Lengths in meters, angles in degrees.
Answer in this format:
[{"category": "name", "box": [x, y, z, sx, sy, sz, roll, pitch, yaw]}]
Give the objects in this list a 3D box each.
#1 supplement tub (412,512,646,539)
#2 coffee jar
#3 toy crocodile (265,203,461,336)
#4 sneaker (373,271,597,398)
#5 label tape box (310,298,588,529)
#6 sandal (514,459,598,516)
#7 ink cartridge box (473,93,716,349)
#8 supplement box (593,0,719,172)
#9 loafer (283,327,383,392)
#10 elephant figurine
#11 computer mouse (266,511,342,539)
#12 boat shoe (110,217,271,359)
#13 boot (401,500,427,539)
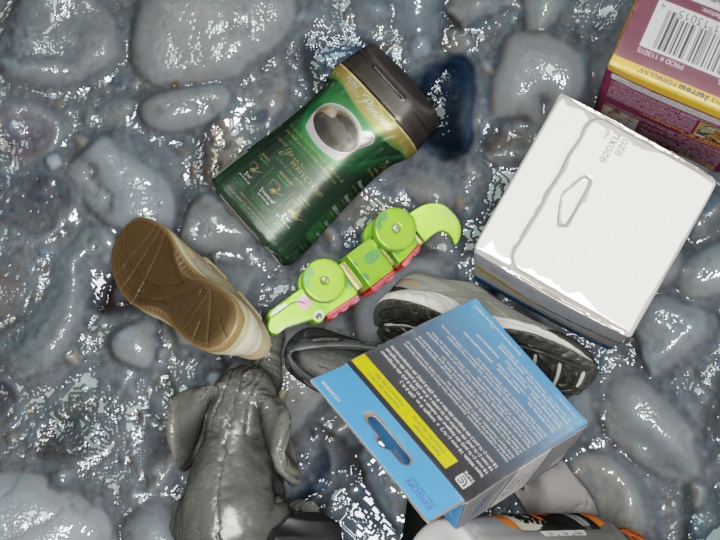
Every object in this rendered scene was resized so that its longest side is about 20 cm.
[{"category": "supplement tub", "box": [0.144, 0.260, 1.179, 0.200, 0.122, 0.123, 6, 83, -34]}, {"category": "coffee jar", "box": [-0.029, -0.105, 1.295, 0.200, 0.085, 0.104, -41, 79, 0]}, {"category": "toy crocodile", "box": [0.000, 0.000, 1.279, 0.200, 0.068, 0.062, -36, 90, -14]}, {"category": "sneaker", "box": [0.115, 0.050, 1.269, 0.200, 0.079, 0.074, 21, 130, 10]}, {"category": "label tape box", "box": [0.062, 0.120, 1.135, 0.200, 0.063, 0.144, -23, 63, -41]}, {"category": "sandal", "box": [0.137, 0.157, 1.275, 0.076, 0.043, 0.200, -44, 82, -1]}, {"category": "ink cartridge box", "box": [0.189, -0.033, 1.212, 0.144, 0.200, 0.147, 29, 87, 7]}, {"category": "supplement box", "box": [0.279, -0.169, 1.219, 0.131, 0.200, 0.103, 24, 86, 7]}, {"category": "loafer", "box": [0.029, 0.100, 1.234, 0.200, 0.070, 0.068, 18, 95, 4]}, {"category": "elephant figurine", "box": [-0.107, 0.146, 1.239, 0.141, 0.155, 0.201, -1, 97, -29]}, {"category": "computer mouse", "box": [-0.081, 0.239, 1.164, 0.034, 0.200, 0.059, 33, 116, 34]}, {"category": "boat shoe", "box": [-0.152, 0.019, 1.283, 0.200, 0.065, 0.072, 35, 93, 41]}, {"category": "boot", "box": [0.022, 0.254, 1.262, 0.162, 0.073, 0.199, -12, 85, 5]}]
